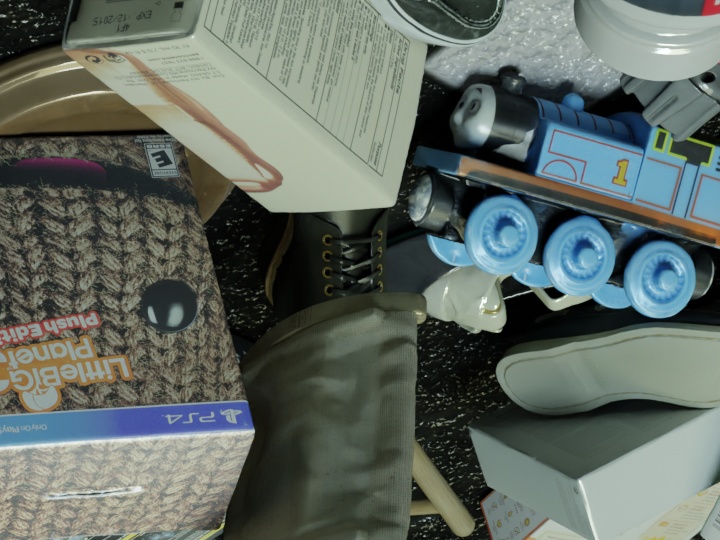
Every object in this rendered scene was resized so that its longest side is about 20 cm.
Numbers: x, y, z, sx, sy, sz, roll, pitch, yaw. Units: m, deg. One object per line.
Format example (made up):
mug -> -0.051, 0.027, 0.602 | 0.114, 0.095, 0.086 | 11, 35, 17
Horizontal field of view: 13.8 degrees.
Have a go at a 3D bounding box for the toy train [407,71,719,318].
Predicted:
toy train -> 0.124, -0.044, 1.728 | 0.199, 0.115, 0.087 | 15, 179, -22

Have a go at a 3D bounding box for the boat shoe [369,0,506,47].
boat shoe -> 0.036, -0.175, 1.525 | 0.074, 0.068, 0.200 | -57, 140, -17

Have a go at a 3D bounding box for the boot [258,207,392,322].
boot -> 0.000, 0.000, 1.710 | 0.077, 0.139, 0.201 | -7, 144, -14

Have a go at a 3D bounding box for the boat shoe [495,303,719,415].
boat shoe -> 0.176, 0.046, 1.820 | 0.199, 0.062, 0.075 | -13, 125, 41

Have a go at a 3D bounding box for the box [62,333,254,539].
box -> -0.124, 0.118, 1.907 | 0.200, 0.049, 0.161 | -36, 140, 26

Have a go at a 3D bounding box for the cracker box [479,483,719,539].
cracker box -> 0.196, 0.138, 2.061 | 0.133, 0.058, 0.200 | 13, 137, -37

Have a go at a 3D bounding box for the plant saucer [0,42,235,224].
plant saucer -> -0.155, -0.055, 1.666 | 0.199, 0.030, 0.201 | -12, 146, -8

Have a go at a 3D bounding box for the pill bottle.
pill bottle -> 0.167, -0.194, 1.524 | 0.119, 0.120, 0.201 | -9, 145, -11

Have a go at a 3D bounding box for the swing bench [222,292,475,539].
swing bench -> -0.014, 0.152, 1.638 | 0.129, 0.200, 0.201 | -5, 134, 10

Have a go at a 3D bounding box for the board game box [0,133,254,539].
board game box -> -0.160, 0.035, 1.588 | 0.158, 0.201, 0.097 | -3, 144, -20

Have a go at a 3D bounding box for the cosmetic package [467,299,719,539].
cosmetic package -> 0.189, 0.092, 1.870 | 0.199, 0.151, 0.052 | -25, 112, -18

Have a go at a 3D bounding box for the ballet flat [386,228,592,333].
ballet flat -> 0.095, -0.002, 1.810 | 0.199, 0.073, 0.073 | -15, 146, -2

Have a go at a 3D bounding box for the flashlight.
flashlight -> 0.235, -0.149, 1.657 | 0.068, 0.068, 0.200 | 35, 120, -22

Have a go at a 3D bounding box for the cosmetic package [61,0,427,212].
cosmetic package -> -0.056, -0.116, 1.538 | 0.087, 0.104, 0.200 | -3, 154, 33

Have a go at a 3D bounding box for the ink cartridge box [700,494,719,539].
ink cartridge box -> 0.307, 0.104, 1.835 | 0.199, 0.050, 0.162 | 2, 118, -56
